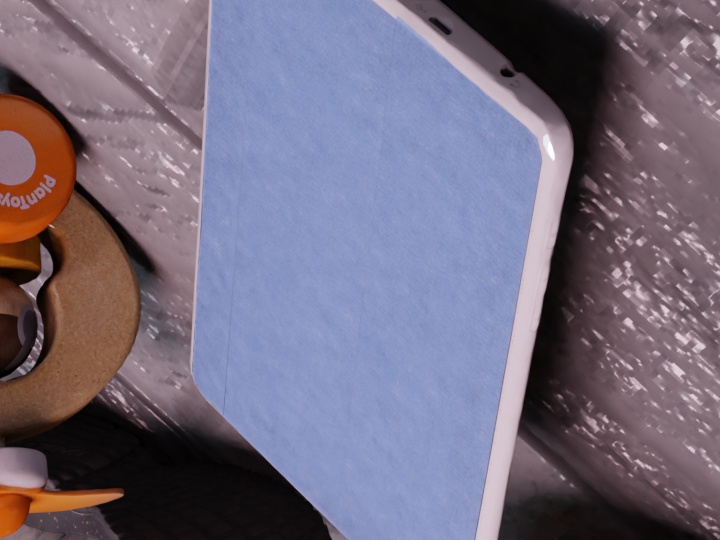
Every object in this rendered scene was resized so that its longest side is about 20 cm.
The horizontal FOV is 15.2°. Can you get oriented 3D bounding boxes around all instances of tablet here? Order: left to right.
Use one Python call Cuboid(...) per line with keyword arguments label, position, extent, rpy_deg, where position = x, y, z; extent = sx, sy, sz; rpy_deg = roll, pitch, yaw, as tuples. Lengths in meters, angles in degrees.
Cuboid(label="tablet", position=(0.000, 0.000, 0.718), extent=(0.130, 0.014, 0.200), rpy_deg=(42, 146, 30))

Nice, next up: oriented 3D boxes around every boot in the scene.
Cuboid(label="boot", position=(-0.070, 0.136, 0.973), extent=(0.200, 0.070, 0.132), rpy_deg=(22, 121, 54))

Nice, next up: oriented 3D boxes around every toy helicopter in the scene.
Cuboid(label="toy helicopter", position=(-0.155, 0.041, 0.845), extent=(0.132, 0.200, 0.079), rpy_deg=(61, 152, 1))
